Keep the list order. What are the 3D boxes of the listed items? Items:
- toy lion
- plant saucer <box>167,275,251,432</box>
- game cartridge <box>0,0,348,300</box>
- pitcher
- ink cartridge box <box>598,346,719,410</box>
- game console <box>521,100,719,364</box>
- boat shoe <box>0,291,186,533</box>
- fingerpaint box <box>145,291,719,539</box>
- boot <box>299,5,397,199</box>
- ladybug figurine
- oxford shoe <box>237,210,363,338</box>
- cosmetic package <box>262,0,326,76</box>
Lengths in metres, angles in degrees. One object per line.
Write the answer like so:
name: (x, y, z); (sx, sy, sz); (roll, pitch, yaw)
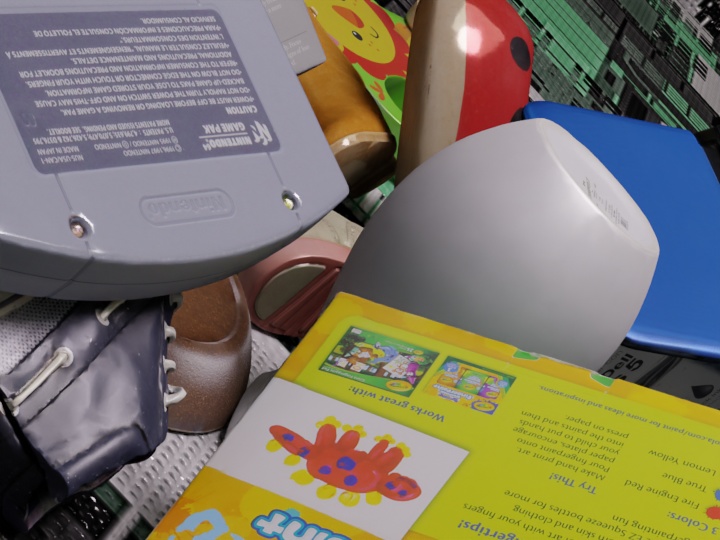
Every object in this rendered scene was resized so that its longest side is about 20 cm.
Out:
toy lion: (0.005, -0.140, 1.465); (0.191, 0.069, 0.201); (19, 34, -42)
plant saucer: (-0.116, -0.014, 0.985); (0.200, 0.032, 0.201); (43, 19, -18)
game cartridge: (-0.093, -0.056, 0.829); (0.199, 0.041, 0.134); (-9, 66, -51)
pitcher: (0.036, 0.017, 0.998); (0.121, 0.200, 0.172); (42, 18, -15)
ink cartridge box: (0.103, 0.059, 1.143); (0.199, 0.145, 0.084); (22, 33, -51)
game console: (0.169, 0.018, 1.115); (0.201, 0.117, 0.172); (-102, 177, -50)
boat shoe: (-0.098, 0.027, 0.850); (0.093, 0.075, 0.200); (53, 40, 0)
fingerpaint box: (0.043, 0.108, 0.787); (0.198, 0.074, 0.167); (16, 41, 20)
boot: (-0.040, -0.111, 1.270); (0.145, 0.071, 0.201); (56, 8, 3)
ladybug figurine: (0.060, -0.078, 1.255); (0.071, 0.202, 0.136); (7, 22, 3)
oxford shoe: (0.000, 0.000, 1.152); (0.199, 0.071, 0.074); (23, 28, -51)
cosmetic package: (-0.107, -0.162, 0.973); (0.106, 0.090, 0.202); (-26, 96, -44)
